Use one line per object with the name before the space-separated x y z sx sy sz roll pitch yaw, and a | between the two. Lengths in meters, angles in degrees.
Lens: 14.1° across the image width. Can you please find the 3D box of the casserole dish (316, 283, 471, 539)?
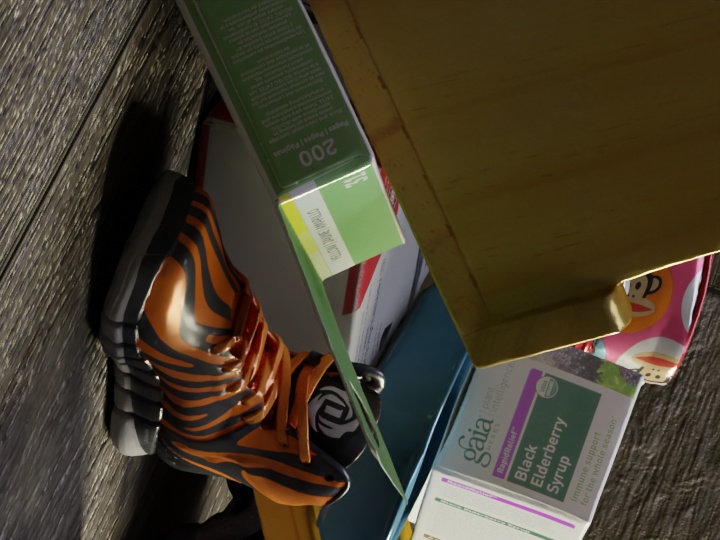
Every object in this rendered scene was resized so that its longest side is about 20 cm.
casserole dish | 0.022 0.070 1.386 0.200 0.039 0.121 -55 167 -68

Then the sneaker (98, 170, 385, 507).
sneaker | -0.043 0.031 1.198 0.200 0.112 0.078 92 18 -64

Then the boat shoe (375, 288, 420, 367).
boat shoe | 0.000 0.000 1.457 0.062 0.072 0.200 -29 -160 13

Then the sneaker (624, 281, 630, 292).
sneaker | 0.076 -0.045 1.499 0.073 0.200 0.112 -42 161 3

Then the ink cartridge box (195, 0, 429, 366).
ink cartridge box | -0.010 -0.043 1.333 0.200 0.084 0.144 -60 163 -56

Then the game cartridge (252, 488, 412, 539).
game cartridge | -0.012 0.117 1.444 0.200 0.032 0.176 9 66 -79

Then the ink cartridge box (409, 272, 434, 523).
ink cartridge box | 0.084 0.051 1.801 0.200 0.084 0.146 -45 -148 40

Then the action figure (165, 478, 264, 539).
action figure | -0.078 0.145 1.427 0.193 0.105 0.200 -57 135 -81

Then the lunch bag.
lunch bag | 0.140 -0.012 1.573 0.200 0.082 0.176 -134 -125 -83

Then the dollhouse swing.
dollhouse swing | 0.082 -0.096 1.123 0.182 0.176 0.200 -94 160 -71

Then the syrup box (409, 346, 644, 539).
syrup box | 0.077 0.098 1.420 0.200 0.081 0.079 102 9 -72

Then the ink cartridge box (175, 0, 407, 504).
ink cartridge box | -0.008 -0.018 1.120 0.146 0.048 0.200 63 2 -77
